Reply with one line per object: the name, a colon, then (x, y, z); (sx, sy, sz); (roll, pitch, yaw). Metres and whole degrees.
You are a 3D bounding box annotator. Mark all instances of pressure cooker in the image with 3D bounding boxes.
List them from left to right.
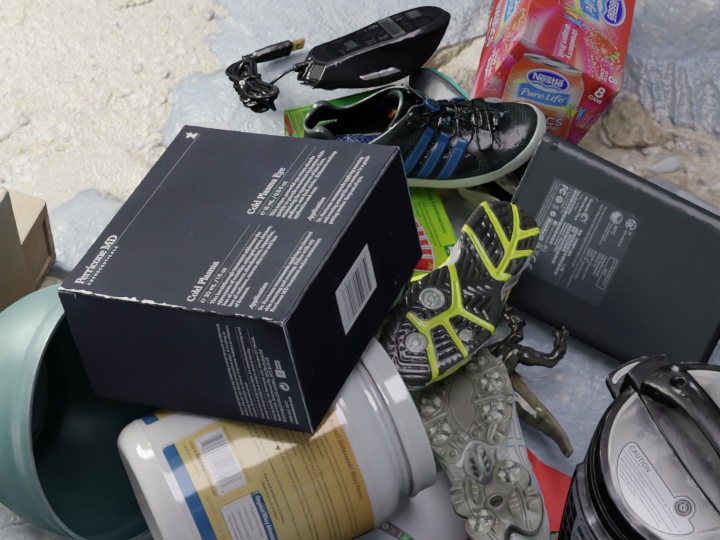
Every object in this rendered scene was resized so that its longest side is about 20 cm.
pressure cooker: (0.240, 0.164, 1.507); (0.175, 0.200, 0.179); (18, 58, 5)

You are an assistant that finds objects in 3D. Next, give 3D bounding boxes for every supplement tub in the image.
supplement tub: (-0.060, 0.141, 1.503); (0.199, 0.145, 0.145); (-24, 59, -11)

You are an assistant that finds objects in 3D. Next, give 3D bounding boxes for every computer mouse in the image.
computer mouse: (-0.020, -0.180, 1.814); (0.199, 0.046, 0.140); (-24, 22, -11)

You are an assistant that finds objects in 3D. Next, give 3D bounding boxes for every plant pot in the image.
plant pot: (-0.229, 0.101, 1.569); (0.134, 0.201, 0.201); (3, 50, 35)

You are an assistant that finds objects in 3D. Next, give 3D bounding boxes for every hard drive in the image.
hard drive: (0.208, -0.006, 1.679); (0.199, 0.033, 0.140); (28, 96, 15)

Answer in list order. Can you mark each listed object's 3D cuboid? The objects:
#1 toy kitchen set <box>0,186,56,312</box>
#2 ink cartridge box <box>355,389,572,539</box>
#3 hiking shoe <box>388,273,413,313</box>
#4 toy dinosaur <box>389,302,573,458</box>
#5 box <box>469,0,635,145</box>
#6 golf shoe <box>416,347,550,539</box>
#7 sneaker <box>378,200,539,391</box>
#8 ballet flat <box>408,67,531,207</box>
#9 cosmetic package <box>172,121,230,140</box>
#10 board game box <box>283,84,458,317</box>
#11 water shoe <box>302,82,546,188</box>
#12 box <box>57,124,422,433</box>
toy kitchen set: (-0.364, -0.005, 1.638); (0.179, 0.164, 0.201); (18, 57, 11)
ink cartridge box: (0.073, 0.180, 1.590); (0.199, 0.050, 0.161); (24, 59, 18)
hiking shoe: (0.000, 0.000, 1.626); (0.074, 0.087, 0.201); (12, 52, 7)
toy dinosaur: (0.115, 0.072, 1.659); (0.200, 0.048, 0.088); (34, 64, 29)
box: (0.170, -0.207, 1.789); (0.099, 0.096, 0.201); (28, 44, -11)
golf shoe: (0.096, 0.149, 1.564); (0.078, 0.097, 0.201); (-19, 44, 9)
sneaker: (0.076, 0.033, 1.609); (0.075, 0.077, 0.200); (33, 51, 13)
ballet flat: (0.096, -0.098, 1.768); (0.073, 0.073, 0.200); (-38, 66, -24)
cosmetic package: (-0.107, -0.024, 1.666); (0.050, 0.083, 0.201); (-4, 46, -22)
board game box: (0.011, -0.057, 1.749); (0.101, 0.048, 0.201); (-14, 57, -11)
water shoe: (0.052, -0.112, 1.695); (0.199, 0.079, 0.072); (-10, 55, 4)
box: (-0.081, 0.001, 1.481); (0.181, 0.105, 0.200); (9, 43, 26)
